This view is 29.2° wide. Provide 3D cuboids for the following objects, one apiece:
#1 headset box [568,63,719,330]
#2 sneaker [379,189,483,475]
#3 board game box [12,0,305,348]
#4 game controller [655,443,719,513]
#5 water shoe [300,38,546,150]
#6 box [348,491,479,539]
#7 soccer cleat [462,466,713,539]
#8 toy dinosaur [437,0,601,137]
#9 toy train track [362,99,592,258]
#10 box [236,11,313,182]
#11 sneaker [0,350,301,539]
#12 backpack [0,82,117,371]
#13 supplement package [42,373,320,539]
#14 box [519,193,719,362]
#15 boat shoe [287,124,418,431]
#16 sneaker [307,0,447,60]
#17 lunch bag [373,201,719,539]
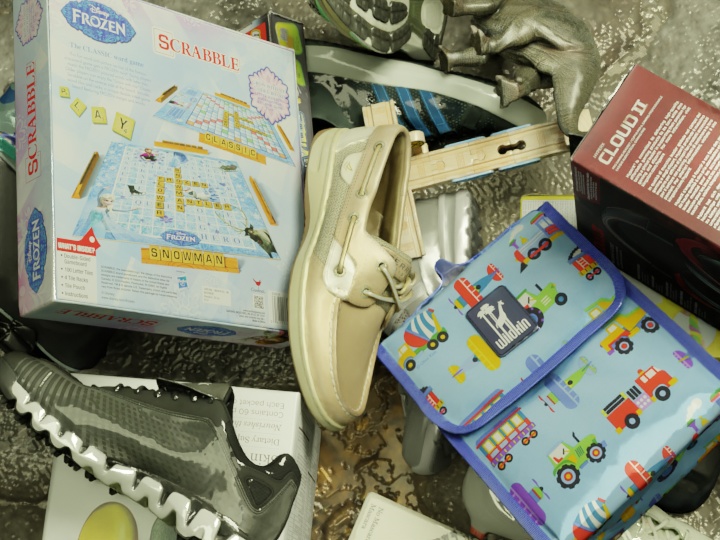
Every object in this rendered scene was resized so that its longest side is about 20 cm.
[{"bbox_3d":[0.212,-0.029,0.831,0.199,0.149,0.075,33,80,19],"label":"headset box"},{"bbox_3d":[0.041,0.044,0.963,0.081,0.075,0.202,-2,67,17],"label":"sneaker"},{"bbox_3d":[-0.117,-0.062,0.849,0.041,0.199,0.202,-19,69,41],"label":"board game box"},{"bbox_3d":[0.223,0.063,0.957,0.103,0.042,0.202,26,78,-5],"label":"game controller"},{"bbox_3d":[0.035,-0.112,1.008,0.198,0.071,0.080,15,101,9],"label":"water shoe"},{"bbox_3d":[0.081,0.222,0.903,0.198,0.068,0.083,21,77,10],"label":"box"},{"bbox_3d":[0.163,0.164,0.904,0.198,0.069,0.078,19,111,11],"label":"soccer cleat"},{"bbox_3d":[0.116,-0.157,0.938,0.101,0.078,0.200,-19,33,-21],"label":"toy dinosaur"},{"bbox_3d":[0.061,-0.076,0.938,0.198,0.033,0.116,-14,74,6],"label":"toy train track"},{"bbox_3d":[-0.080,-0.068,0.978,0.109,0.034,0.202,-19,69,42],"label":"box"},{"bbox_3d":[-0.118,0.093,0.799,0.199,0.067,0.091,34,76,7],"label":"sneaker"},{"bbox_3d":[-0.219,-0.028,0.921,0.177,0.200,0.151,42,78,-11],"label":"backpack"},{"bbox_3d":[-0.113,0.183,0.884,0.150,0.151,0.202,4,75,4],"label":"supplement package"},{"bbox_3d":[0.205,0.008,0.924,0.197,0.048,0.119,0,72,14],"label":"box"},{"bbox_3d":[0.000,0.000,0.871,0.064,0.072,0.202,-6,66,24],"label":"boat shoe"},{"bbox_3d":[-0.005,-0.186,0.968,0.088,0.200,0.078,5,89,23],"label":"sneaker"},{"bbox_3d":[0.117,0.063,0.867,0.150,0.094,0.200,-42,65,0],"label":"lunch bag"}]
